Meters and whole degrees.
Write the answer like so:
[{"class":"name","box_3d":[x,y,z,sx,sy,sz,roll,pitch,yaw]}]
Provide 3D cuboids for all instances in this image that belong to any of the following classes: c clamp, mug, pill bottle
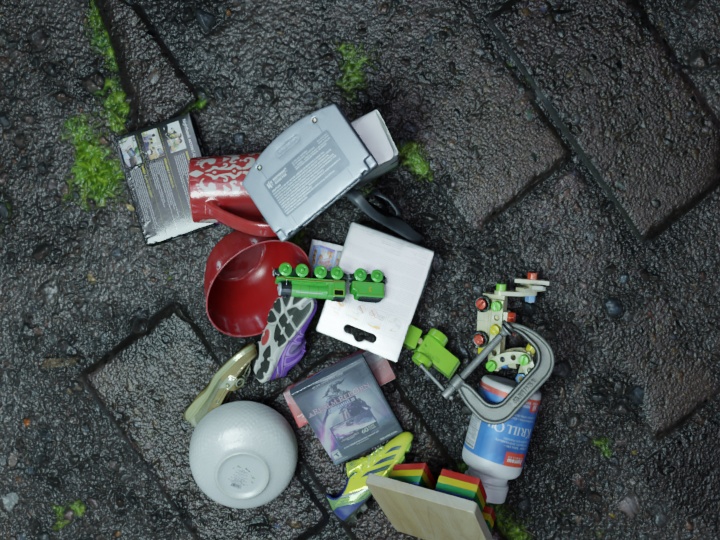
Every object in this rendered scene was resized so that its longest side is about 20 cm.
[{"class":"c clamp","box_3d":[0.221,0.162,1.386,0.199,0.027,0.172,-41,70,6]},{"class":"mug","box_3d":[-0.189,-0.137,1.382,0.195,0.178,0.137,-2,103,-6]},{"class":"pill bottle","box_3d":[0.242,0.297,1.439,0.110,0.112,0.205,14,93,2]}]

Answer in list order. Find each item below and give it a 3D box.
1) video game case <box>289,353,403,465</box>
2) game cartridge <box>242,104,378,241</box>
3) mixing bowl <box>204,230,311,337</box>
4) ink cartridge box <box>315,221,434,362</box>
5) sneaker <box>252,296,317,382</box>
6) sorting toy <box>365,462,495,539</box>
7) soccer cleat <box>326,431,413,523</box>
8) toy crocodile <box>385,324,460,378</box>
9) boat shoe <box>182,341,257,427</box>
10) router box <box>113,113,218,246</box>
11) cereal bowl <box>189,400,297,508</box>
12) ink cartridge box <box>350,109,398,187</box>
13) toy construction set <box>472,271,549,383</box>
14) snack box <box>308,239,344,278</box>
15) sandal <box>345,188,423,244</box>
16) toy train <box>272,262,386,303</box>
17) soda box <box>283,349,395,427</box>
[{"class":"video game case","box_3d":[-0.021,0.248,1.439,0.140,0.019,0.202,-26,126,2]},{"class":"game cartridge","box_3d":[-0.084,-0.158,1.278,0.198,0.040,0.135,-37,89,15]},{"class":"mixing bowl","box_3d":[-0.195,0.002,1.425,0.200,0.200,0.109,-43,50,2]},{"class":"ink cartridge box","box_3d":[0.028,0.037,1.440,0.159,0.050,0.204,19,92,7]},{"class":"sneaker","box_3d":[-0.124,0.113,1.443,0.202,0.082,0.081,-58,49,33]},{"class":"sorting toy","box_3d":[0.132,0.399,1.399,0.195,0.202,0.071,8,55,28]},{"class":"soccer cleat","box_3d":[0.017,0.361,1.475,0.083,0.065,0.201,41,90,13]},{"class":"toy crocodile","box_3d":[0.092,0.122,1.467,0.198,0.062,0.068,34,77,-4]},{"class":"boat shoe","box_3d":[-0.240,0.211,1.462,0.063,0.073,0.201,42,106,1]},{"class":"router box","box_3d":[-0.343,-0.161,1.475,0.146,0.051,0.205,-17,92,1]},{"class":"cereal bowl","box_3d":[-0.206,0.338,1.441,0.195,0.084,0.205,-2,111,-6]},{"class":"ink cartridge box","box_3d":[-0.013,-0.190,1.388,0.144,0.200,0.085,-27,90,2]},{"class":"toy construction set","box_3d":[0.268,0.099,1.441,0.128,0.092,0.205,7,84,27]},{"class":"snack box","box_3d":[0.000,0.000,1.481,0.195,0.024,0.074,13,91,2]},{"class":"sandal","box_3d":[0.043,-0.104,1.409,0.076,0.199,0.043,41,100,40]},{"class":"toy train","box_3d":[-0.051,0.024,1.378,0.195,0.042,0.058,4,73,-11]},{"class":"soda box","box_3d":[-0.036,0.202,1.470,0.197,0.063,0.071,-27,92,3]}]
